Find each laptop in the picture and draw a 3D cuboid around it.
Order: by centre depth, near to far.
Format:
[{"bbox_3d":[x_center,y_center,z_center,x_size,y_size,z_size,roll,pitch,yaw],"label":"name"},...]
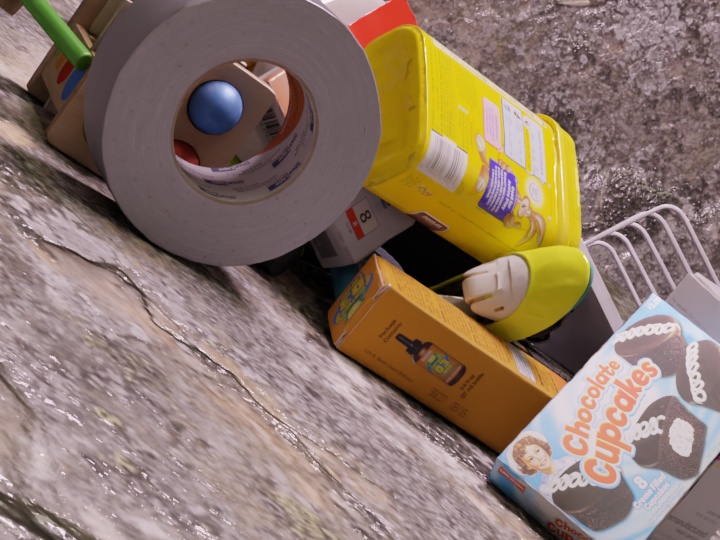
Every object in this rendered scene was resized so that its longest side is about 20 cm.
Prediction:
[{"bbox_3d":[0.072,-0.036,1.802,0.187,0.116,0.200,38,9,3],"label":"laptop"}]

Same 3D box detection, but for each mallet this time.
[{"bbox_3d":[-0.048,-0.013,1.485,0.066,0.041,0.200,44,6,24],"label":"mallet"}]

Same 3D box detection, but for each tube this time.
[{"bbox_3d":[0.000,0.000,1.498,0.078,0.050,0.200,50,9,-17],"label":"tube"}]

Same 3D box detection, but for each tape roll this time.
[{"bbox_3d":[-0.088,-0.106,1.258,0.200,0.201,0.066,32,11,-31],"label":"tape roll"}]

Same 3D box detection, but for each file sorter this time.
[{"bbox_3d":[0.245,0.029,1.734,0.139,0.124,0.200,64,-16,3],"label":"file sorter"}]

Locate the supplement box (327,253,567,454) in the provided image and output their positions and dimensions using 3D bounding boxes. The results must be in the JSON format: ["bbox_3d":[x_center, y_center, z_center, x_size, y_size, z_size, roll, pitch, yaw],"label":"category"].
[{"bbox_3d":[0.072,0.071,1.388,0.200,0.067,0.069,34,18,-22],"label":"supplement box"}]

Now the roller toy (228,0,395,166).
[{"bbox_3d":[-0.041,-0.152,1.544,0.182,0.201,0.139,-19,16,-39],"label":"roller toy"}]

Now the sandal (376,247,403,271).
[{"bbox_3d":[-0.047,-0.044,1.647,0.200,0.043,0.076,45,20,19],"label":"sandal"}]

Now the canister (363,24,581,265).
[{"bbox_3d":[0.083,-0.090,1.449,0.200,0.086,0.149,31,48,-41],"label":"canister"}]

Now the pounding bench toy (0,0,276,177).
[{"bbox_3d":[-0.187,-0.152,1.352,0.200,0.124,0.156,33,10,-25],"label":"pounding bench toy"}]

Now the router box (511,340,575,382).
[{"bbox_3d":[0.160,0.108,1.608,0.200,0.051,0.149,35,7,-17],"label":"router box"}]

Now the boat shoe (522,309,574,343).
[{"bbox_3d":[0.147,0.029,1.607,0.072,0.072,0.200,41,15,8],"label":"boat shoe"}]

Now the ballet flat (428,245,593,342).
[{"bbox_3d":[0.091,0.026,1.435,0.067,0.200,0.067,18,62,-39],"label":"ballet flat"}]

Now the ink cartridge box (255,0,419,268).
[{"bbox_3d":[0.014,-0.117,1.463,0.050,0.200,0.163,-7,-67,54],"label":"ink cartridge box"}]

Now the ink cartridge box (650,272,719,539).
[{"bbox_3d":[0.263,0.121,1.463,0.145,0.200,0.088,30,11,-40],"label":"ink cartridge box"}]

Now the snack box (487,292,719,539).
[{"bbox_3d":[0.198,0.118,1.319,0.116,0.200,0.037,39,-31,14],"label":"snack box"}]
